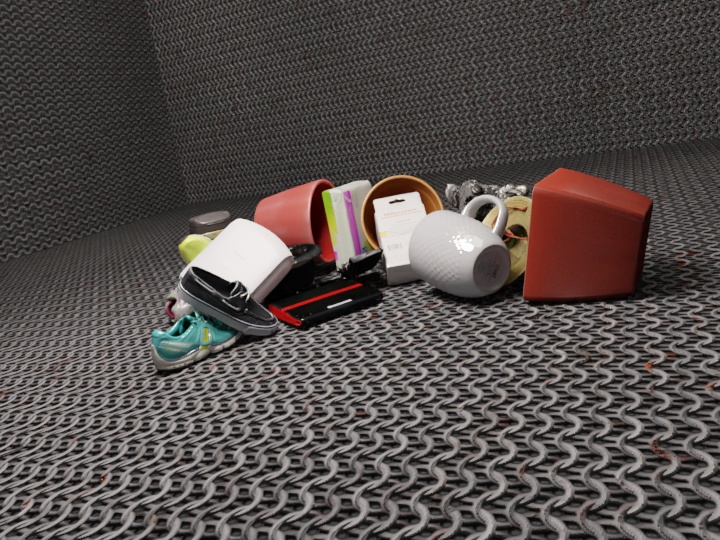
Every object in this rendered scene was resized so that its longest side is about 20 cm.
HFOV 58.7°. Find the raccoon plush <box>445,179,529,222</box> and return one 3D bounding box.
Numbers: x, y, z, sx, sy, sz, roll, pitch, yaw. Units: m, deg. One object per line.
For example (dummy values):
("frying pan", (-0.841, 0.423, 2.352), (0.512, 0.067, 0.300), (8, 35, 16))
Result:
("raccoon plush", (0.282, -0.168, 1.402), (0.131, 0.098, 0.201), (-7, 34, -12))

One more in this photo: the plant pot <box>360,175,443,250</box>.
("plant pot", (0.099, -0.110, 1.549), (0.196, 0.204, 0.140), (-10, -11, -1))

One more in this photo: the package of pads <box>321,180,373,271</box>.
("package of pads", (-0.015, -0.116, 1.603), (0.067, 0.204, 0.154), (-3, 15, 31))

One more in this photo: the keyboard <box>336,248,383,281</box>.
("keyboard", (0.000, 0.000, 1.410), (0.102, 0.040, 0.200), (-18, -9, -5))

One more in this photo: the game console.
("game console", (-0.075, 0.065, 1.298), (0.197, 0.032, 0.176), (-18, 19, -29))

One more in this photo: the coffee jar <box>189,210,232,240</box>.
("coffee jar", (-0.336, -0.035, 1.506), (0.103, 0.204, 0.085), (-17, 15, -31))

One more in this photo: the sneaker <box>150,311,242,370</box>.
("sneaker", (-0.285, 0.110, 1.141), (0.076, 0.081, 0.199), (1, 16, 37))

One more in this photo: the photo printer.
("photo printer", (-0.246, -0.005, 1.307), (0.165, 0.070, 0.200), (34, 67, 21))

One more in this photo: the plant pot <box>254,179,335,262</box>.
("plant pot", (-0.157, -0.117, 1.602), (0.174, 0.204, 0.200), (-3, 15, 24))

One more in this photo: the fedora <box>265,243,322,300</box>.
("fedora", (-0.173, 0.010, 1.440), (0.197, 0.093, 0.201), (-13, 15, 3))

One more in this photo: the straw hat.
("straw hat", (0.311, -0.039, 1.266), (0.084, 0.204, 0.200), (28, -7, -29))

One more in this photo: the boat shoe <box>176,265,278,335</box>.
("boat shoe", (-0.230, 0.052, 1.162), (0.198, 0.068, 0.072), (28, 24, -18))

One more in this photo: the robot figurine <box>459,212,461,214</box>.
("robot figurine", (0.298, -0.093, 1.469), (0.196, 0.118, 0.175), (-13, 8, -11))

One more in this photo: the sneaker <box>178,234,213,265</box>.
("sneaker", (-0.318, 0.003, 1.403), (0.078, 0.200, 0.090), (-41, 31, 0))

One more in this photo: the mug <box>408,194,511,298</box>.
("mug", (0.206, -0.048, 1.203), (0.146, 0.202, 0.175), (28, 1, -31))

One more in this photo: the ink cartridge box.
("ink cartridge box", (0.097, -0.074, 1.416), (0.114, 0.068, 0.203), (-9, 53, -1))

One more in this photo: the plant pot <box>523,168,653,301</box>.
("plant pot", (0.403, -0.056, 1.115), (0.173, 0.204, 0.199), (10, 22, 28))

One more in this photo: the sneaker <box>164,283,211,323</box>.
("sneaker", (-0.384, 0.065, 1.391), (0.087, 0.083, 0.199), (-13, 13, -21))

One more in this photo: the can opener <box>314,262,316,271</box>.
("can opener", (-0.211, 0.000, 1.622), (0.196, 0.068, 0.053), (6, 11, 9))
